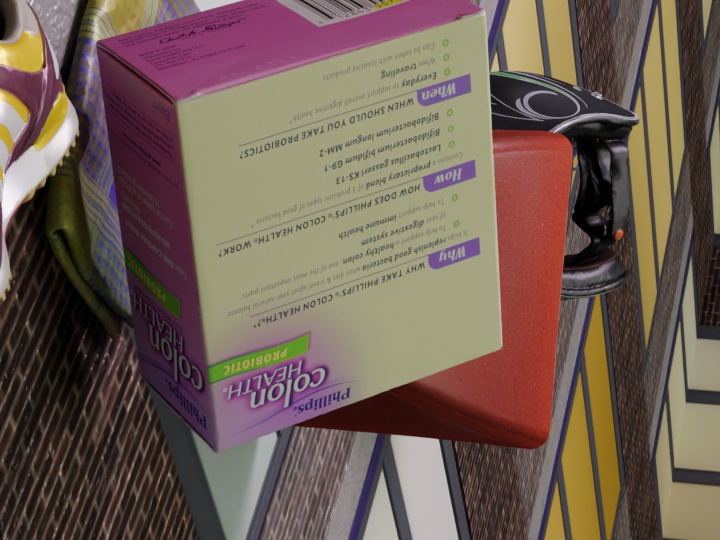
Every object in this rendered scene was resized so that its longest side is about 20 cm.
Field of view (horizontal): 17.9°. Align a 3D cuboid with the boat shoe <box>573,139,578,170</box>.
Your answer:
[{"bbox_3d":[0.196,-0.132,2.294,0.200,0.068,0.084,-25,118,-73],"label":"boat shoe"}]

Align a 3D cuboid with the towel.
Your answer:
[{"bbox_3d":[-0.123,-0.081,1.216,0.144,0.023,0.201,67,31,-61],"label":"towel"}]

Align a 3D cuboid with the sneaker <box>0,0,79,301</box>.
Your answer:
[{"bbox_3d":[-0.178,-0.047,0.945,0.200,0.075,0.090,-77,155,-52],"label":"sneaker"}]

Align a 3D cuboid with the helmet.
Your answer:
[{"bbox_3d":[0.117,-0.066,1.791,0.200,0.190,0.201,-10,107,-34],"label":"helmet"}]

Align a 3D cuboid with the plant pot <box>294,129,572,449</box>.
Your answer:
[{"bbox_3d":[0.000,0.000,1.401,0.176,0.199,0.201,12,82,-63],"label":"plant pot"}]

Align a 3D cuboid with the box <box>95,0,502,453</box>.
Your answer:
[{"bbox_3d":[-0.028,-0.036,1.180,0.175,0.097,0.201,-19,121,-24],"label":"box"}]
